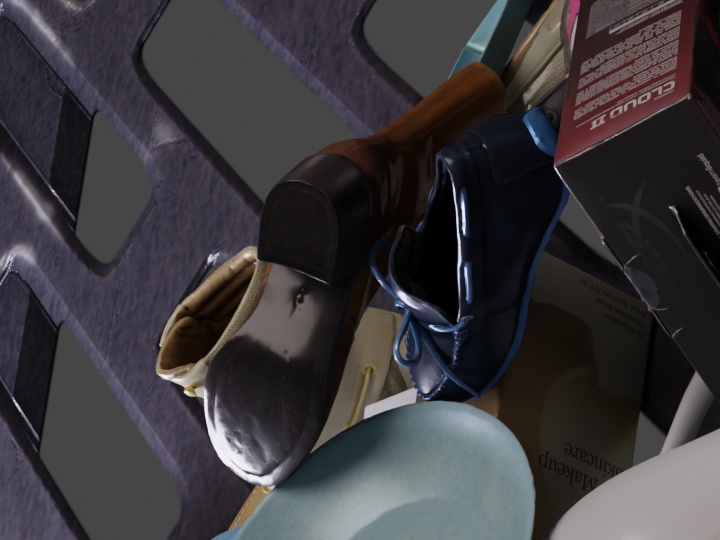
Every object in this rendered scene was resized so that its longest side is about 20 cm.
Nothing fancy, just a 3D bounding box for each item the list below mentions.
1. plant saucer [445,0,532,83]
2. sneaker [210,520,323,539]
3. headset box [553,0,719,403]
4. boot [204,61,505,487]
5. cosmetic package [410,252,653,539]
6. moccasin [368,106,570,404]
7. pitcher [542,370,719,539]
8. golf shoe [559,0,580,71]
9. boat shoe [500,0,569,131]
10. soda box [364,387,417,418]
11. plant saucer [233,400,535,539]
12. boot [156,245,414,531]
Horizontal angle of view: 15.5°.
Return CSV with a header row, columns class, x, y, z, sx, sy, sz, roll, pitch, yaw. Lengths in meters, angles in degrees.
class,x,y,z,sx,sy,sz,roll,pitch,yaw
plant saucer,0.069,-0.118,1.517,0.070,0.019,0.200,-53,5,25
sneaker,-0.051,0.213,1.383,0.130,0.079,0.200,-24,41,42
headset box,0.164,-0.046,1.241,0.075,0.149,0.200,-27,22,23
boot,0.000,0.000,1.375,0.068,0.200,0.189,18,117,22
cosmetic package,0.082,0.099,1.365,0.071,0.105,0.200,-16,58,48
moccasin,0.041,-0.007,1.266,0.081,0.068,0.200,60,152,35
pitcher,0.158,0.122,1.248,0.200,0.121,0.172,-45,25,9
golf shoe,0.152,-0.160,1.424,0.092,0.072,0.201,142,124,-62
boat shoe,0.095,-0.072,1.490,0.065,0.072,0.200,34,96,12
soda box,0.037,0.164,1.419,0.068,0.064,0.200,-25,51,44
plant saucer,0.010,0.156,1.277,0.201,0.039,0.201,-27,38,23
boot,-0.060,0.089,1.517,0.200,0.155,0.073,-53,35,17
